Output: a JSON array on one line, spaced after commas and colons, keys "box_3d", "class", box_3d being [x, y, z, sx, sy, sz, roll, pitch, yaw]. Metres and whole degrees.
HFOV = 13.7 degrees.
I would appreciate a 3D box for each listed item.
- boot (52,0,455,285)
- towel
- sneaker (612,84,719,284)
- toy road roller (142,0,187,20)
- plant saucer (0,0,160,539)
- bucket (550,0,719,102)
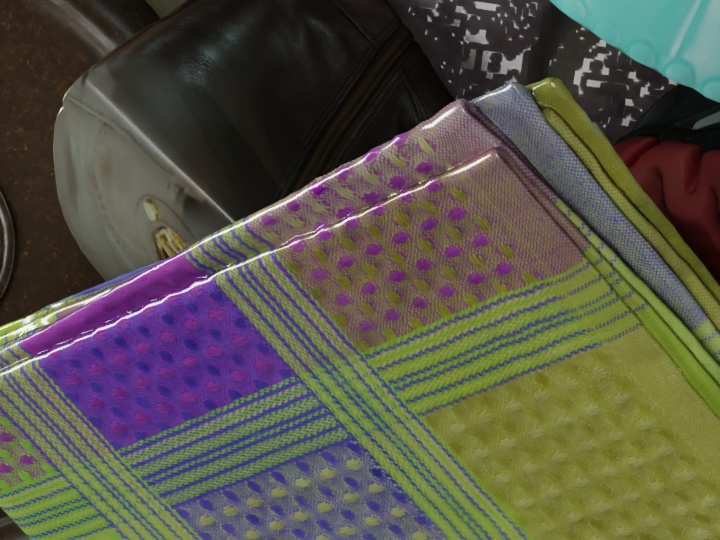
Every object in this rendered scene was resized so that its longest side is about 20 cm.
[{"box_3d": [0.000, 0.000, 0.760, 0.064, 0.200, 0.187, -33, 105, 18], "class": "boot"}, {"box_3d": [0.007, 0.041, 0.665, 0.200, 0.023, 0.144, -25, 117, 39], "class": "towel"}, {"box_3d": [0.131, -0.023, 0.748, 0.098, 0.200, 0.071, -46, 115, -21], "class": "sneaker"}, {"box_3d": [-0.137, -0.042, 0.824, 0.199, 0.146, 0.123, -10, 91, 11], "class": "toy road roller"}, {"box_3d": [-0.116, -0.006, 0.760, 0.200, 0.034, 0.201, 3, 83, -24], "class": "plant saucer"}, {"box_3d": [0.119, -0.133, 0.679, 0.207, 0.207, 0.135, 29, 129, 8], "class": "bucket"}]
